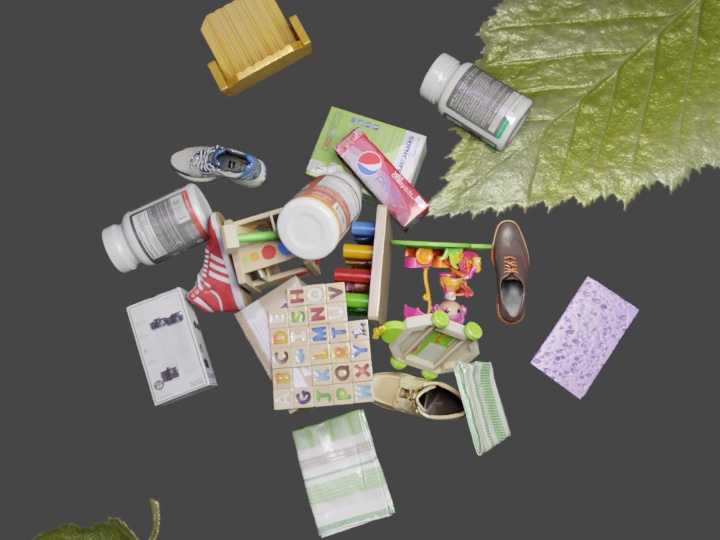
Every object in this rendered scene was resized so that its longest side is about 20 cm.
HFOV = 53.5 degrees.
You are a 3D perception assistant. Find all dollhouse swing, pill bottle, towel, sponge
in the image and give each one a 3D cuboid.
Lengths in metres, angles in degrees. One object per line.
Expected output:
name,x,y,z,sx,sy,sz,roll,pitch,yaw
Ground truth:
dollhouse swing,-0.226,-0.477,1.437,0.199,0.182,0.176,-28,98,0
pill bottle,0.222,-0.330,1.386,0.200,0.113,0.113,35,84,10
towel,-0.035,0.374,1.319,0.148,0.031,0.201,-18,78,1
towel,0.214,0.230,1.239,0.023,0.200,0.153,-18,78,20
pill bottle,-0.391,-0.080,1.396,0.199,0.116,0.116,-24,78,1
sponge,0.414,0.124,1.324,0.111,0.030,0.200,34,85,11
pill bottle,-0.064,-0.107,1.272,0.112,0.200,0.113,7,117,14

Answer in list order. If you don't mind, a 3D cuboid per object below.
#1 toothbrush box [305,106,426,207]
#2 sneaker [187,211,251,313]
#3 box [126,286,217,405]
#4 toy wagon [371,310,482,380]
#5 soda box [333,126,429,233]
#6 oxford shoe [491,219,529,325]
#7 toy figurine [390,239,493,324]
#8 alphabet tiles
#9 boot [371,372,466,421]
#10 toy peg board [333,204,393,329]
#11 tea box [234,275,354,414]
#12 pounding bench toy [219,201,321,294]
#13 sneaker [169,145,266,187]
toothbrush box,0.014,-0.213,1.397,0.199,0.086,0.146,19,82,9
sneaker,-0.288,-0.008,1.365,0.112,0.071,0.201,-11,109,7
box,-0.363,0.147,1.378,0.116,0.060,0.201,-22,78,1
toy wagon,0.114,0.126,1.275,0.199,0.155,0.040,21,44,-20
soda box,0.039,-0.166,1.309,0.063,0.070,0.200,-40,81,1
oxford shoe,0.286,-0.002,1.338,0.071,0.073,0.201,-4,79,5
toy figurine,0.150,0.039,1.336,0.199,0.150,0.185,1,93,-19
alphabet tiles,-0.067,0.123,1.181,0.166,0.008,0.201,-6,80,4
boot,0.095,0.224,1.271,0.199,0.155,0.073,15,81,9
toy peg board,0.000,0.000,1.300,0.097,0.200,0.200,4,80,6
tea box,-0.103,0.138,1.285,0.133,0.197,0.201,-32,77,-1
pounding bench toy,-0.160,-0.051,1.325,0.155,0.200,0.125,-16,78,3
sneaker,-0.291,-0.221,1.429,0.199,0.085,0.078,6,80,7
